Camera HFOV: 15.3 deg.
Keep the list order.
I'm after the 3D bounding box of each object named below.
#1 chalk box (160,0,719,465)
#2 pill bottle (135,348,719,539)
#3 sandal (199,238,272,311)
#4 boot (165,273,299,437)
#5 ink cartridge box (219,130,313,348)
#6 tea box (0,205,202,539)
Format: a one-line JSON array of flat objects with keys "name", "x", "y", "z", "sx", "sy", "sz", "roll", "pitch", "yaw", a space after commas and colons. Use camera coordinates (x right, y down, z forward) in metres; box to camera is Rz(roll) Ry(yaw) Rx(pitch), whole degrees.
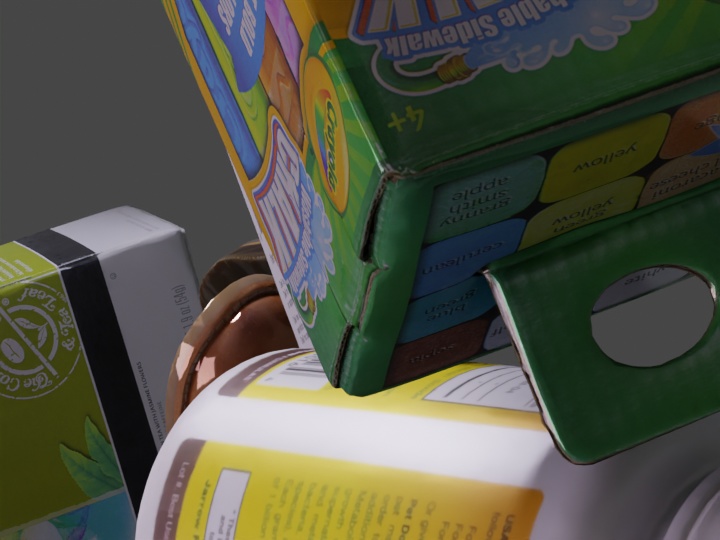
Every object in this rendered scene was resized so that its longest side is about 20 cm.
[{"name": "chalk box", "x": 0.034, "y": -0.059, "z": 0.602, "sx": 0.124, "sy": 0.124, "sz": 0.201, "roll": 103, "pitch": 144, "yaw": -65}, {"name": "pill bottle", "x": 0.042, "y": 0.079, "z": 0.679, "sx": 0.199, "sy": 0.109, "sz": 0.110, "roll": 4, "pitch": 115, "yaw": 46}, {"name": "sandal", "x": 0.000, "y": 0.000, "z": 0.963, "sx": 0.082, "sy": 0.054, "sz": 0.200, "roll": 54, "pitch": 148, "yaw": 11}, {"name": "boot", "x": 0.018, "y": 0.101, "z": 0.894, "sx": 0.155, "sy": 0.077, "sz": 0.201, "roll": 32, "pitch": 148, "yaw": 41}, {"name": "ink cartridge box", "x": 0.000, "y": -0.080, "z": 0.779, "sx": 0.146, "sy": 0.084, "sz": 0.201, "roll": 135, "pitch": 115, "yaw": -75}, {"name": "tea box", "x": -0.171, "y": 0.092, "z": 1.433, "sx": 0.134, "sy": 0.196, "sz": 0.201, "roll": -158, "pitch": 50, "yaw": -72}]
